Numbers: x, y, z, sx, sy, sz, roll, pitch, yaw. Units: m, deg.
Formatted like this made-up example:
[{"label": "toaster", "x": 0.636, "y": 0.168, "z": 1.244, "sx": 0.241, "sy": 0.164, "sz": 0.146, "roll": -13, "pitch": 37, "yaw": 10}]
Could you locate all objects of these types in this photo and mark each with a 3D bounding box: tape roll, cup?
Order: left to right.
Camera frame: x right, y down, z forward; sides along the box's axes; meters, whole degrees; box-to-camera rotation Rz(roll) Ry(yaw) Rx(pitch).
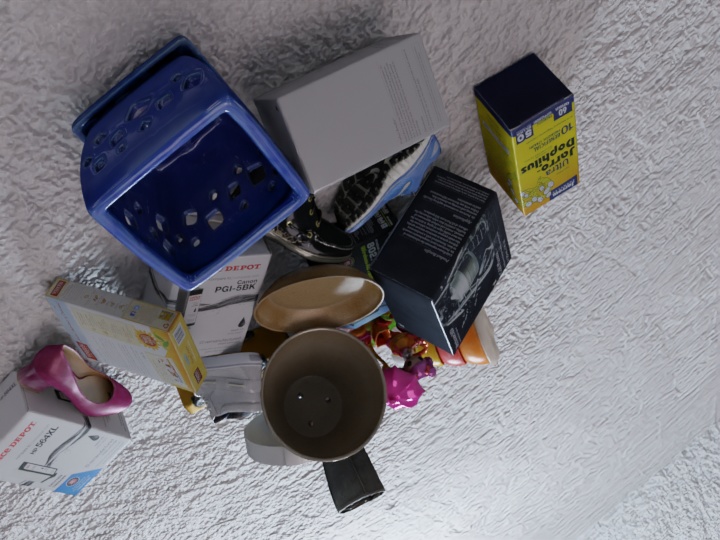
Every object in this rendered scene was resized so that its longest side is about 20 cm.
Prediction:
[{"label": "tape roll", "x": -0.106, "y": 0.281, "z": 1.555, "sx": 0.199, "sy": 0.202, "sz": 0.038, "roll": -14, "pitch": 104, "yaw": -24}, {"label": "cup", "x": -0.067, "y": 0.206, "z": 1.415, "sx": 0.196, "sy": 0.204, "sz": 0.143, "roll": -20, "pitch": 169, "yaw": -16}]

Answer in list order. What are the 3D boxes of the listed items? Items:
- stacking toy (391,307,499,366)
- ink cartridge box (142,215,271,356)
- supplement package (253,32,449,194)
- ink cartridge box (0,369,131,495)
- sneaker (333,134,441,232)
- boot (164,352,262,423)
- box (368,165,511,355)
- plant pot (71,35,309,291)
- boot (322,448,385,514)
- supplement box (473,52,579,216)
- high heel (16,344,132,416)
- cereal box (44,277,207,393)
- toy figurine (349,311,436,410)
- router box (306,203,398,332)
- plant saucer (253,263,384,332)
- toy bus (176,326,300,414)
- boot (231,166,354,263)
[{"label": "stacking toy", "x": 0.148, "y": 0.131, "z": 1.646, "sx": 0.196, "sy": 0.149, "sz": 0.147, "roll": -21, "pitch": 145, "yaw": 10}, {"label": "ink cartridge box", "x": -0.224, "y": 0.027, "z": 1.266, "sx": 0.144, "sy": 0.084, "sz": 0.202, "roll": -5, "pitch": 136, "yaw": -31}, {"label": "supplement package", "x": -0.013, "y": -0.196, "z": 1.099, "sx": 0.197, "sy": 0.119, "sz": 0.124, "roll": -27, "pitch": 109, "yaw": -15}, {"label": "ink cartridge box", "x": -0.469, "y": 0.246, "z": 1.329, "sx": 0.146, "sy": 0.085, "sz": 0.199, "roll": -43, "pitch": 143, "yaw": 13}, {"label": "sneaker", "x": 0.045, "y": -0.125, "z": 1.302, "sx": 0.200, "sy": 0.079, "sz": 0.089, "roll": -43, "pitch": 140, "yaw": 13}, {"label": "boot", "x": -0.232, "y": 0.184, "z": 1.354, "sx": 0.196, "sy": 0.098, "sz": 0.073, "roll": -12, "pitch": 166, "yaw": 34}, {"label": "box", "x": 0.129, "y": -0.013, "z": 1.381, "sx": 0.198, "sy": 0.122, "sz": 0.201, "roll": -55, "pitch": 151, "yaw": -15}, {"label": "plant pot", "x": -0.203, "y": -0.132, "z": 1.024, "sx": 0.198, "sy": 0.181, "sz": 0.200, "roll": -36, "pitch": 143, "yaw": 5}, {"label": "boot", "x": -0.004, "y": 0.326, "z": 1.664, "sx": 0.180, "sy": 0.202, "sz": 0.073, "roll": -32, "pitch": 144, "yaw": 0}, {"label": "supplement box", "x": 0.254, "y": -0.202, "z": 1.345, "sx": 0.107, "sy": 0.110, "sz": 0.201, "roll": -30, "pitch": 144, "yaw": -3}, {"label": "high heel", "x": -0.388, "y": 0.155, "z": 1.287, "sx": 0.095, "sy": 0.069, "sz": 0.199, "roll": -29, "pitch": 140, "yaw": 25}, {"label": "cereal box", "x": -0.313, "y": 0.087, "z": 1.198, "sx": 0.145, "sy": 0.196, "sz": 0.040, "roll": 81, "pitch": 30, "yaw": -51}, {"label": "toy figurine", "x": 0.063, "y": 0.150, "z": 1.532, "sx": 0.196, "sy": 0.186, "sz": 0.152, "roll": -18, "pitch": 141, "yaw": -20}, {"label": "router box", "x": 0.000, "y": 0.000, "z": 1.420, "sx": 0.148, "sy": 0.063, "sz": 0.202, "roll": -28, "pitch": 143, "yaw": -9}, {"label": "plant saucer", "x": -0.063, "y": 0.038, "z": 1.315, "sx": 0.195, "sy": 0.036, "sz": 0.201, "roll": -10, "pitch": 156, "yaw": -4}, {"label": "toy bus", "x": -0.200, "y": 0.163, "z": 1.453, "sx": 0.197, "sy": 0.066, "sz": 0.079, "roll": -31, "pitch": 145, "yaw": -3}, {"label": "boot", "x": -0.068, "y": -0.104, "z": 1.219, "sx": 0.200, "sy": 0.074, "sz": 0.155, "roll": 22, "pitch": 118, "yaw": -25}]
